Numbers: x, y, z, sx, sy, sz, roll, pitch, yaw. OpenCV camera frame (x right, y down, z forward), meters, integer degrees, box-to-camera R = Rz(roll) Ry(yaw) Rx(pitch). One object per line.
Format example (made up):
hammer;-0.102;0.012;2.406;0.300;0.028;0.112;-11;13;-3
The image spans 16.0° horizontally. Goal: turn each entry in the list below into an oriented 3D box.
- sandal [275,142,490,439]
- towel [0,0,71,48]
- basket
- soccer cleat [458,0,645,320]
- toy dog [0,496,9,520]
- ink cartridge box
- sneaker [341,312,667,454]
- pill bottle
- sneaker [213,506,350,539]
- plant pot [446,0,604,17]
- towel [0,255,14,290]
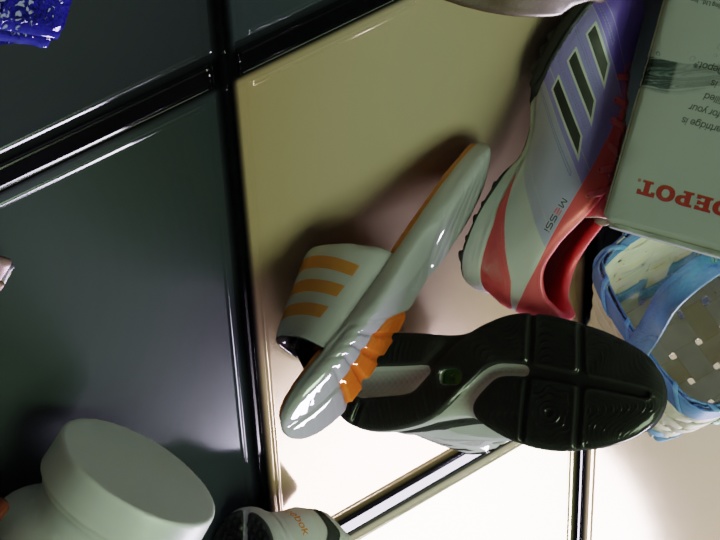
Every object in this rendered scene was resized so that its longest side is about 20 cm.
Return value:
sandal;0.000;0.003;1.426;0.207;0.059;0.079;-55;165;-24
towel;-0.192;-0.159;1.084;0.199;0.050;0.148;-3;126;-43
basket;0.231;0.009;1.566;0.176;0.139;0.200;-29;159;-21
soccer cleat;0.125;-0.068;1.447;0.068;0.073;0.201;4;113;-55
toy dog;-0.205;0.138;1.250;0.096;0.200;0.132;-47;106;-15
ink cartridge box;0.231;-0.099;1.413;0.083;0.146;0.201;19;88;-75
sneaker;0.094;0.069;1.491;0.115;0.200;0.076;19;74;-63
pill bottle;-0.165;0.187;1.379;0.115;0.116;0.201;11;115;-49
sneaker;-0.060;0.229;1.556;0.080;0.074;0.201;-7;129;-43
plant pot;0.081;-0.239;1.177;0.200;0.200;0.199;-20;145;-31
towel;-0.265;0.026;1.209;0.144;0.023;0.200;-53;142;10
